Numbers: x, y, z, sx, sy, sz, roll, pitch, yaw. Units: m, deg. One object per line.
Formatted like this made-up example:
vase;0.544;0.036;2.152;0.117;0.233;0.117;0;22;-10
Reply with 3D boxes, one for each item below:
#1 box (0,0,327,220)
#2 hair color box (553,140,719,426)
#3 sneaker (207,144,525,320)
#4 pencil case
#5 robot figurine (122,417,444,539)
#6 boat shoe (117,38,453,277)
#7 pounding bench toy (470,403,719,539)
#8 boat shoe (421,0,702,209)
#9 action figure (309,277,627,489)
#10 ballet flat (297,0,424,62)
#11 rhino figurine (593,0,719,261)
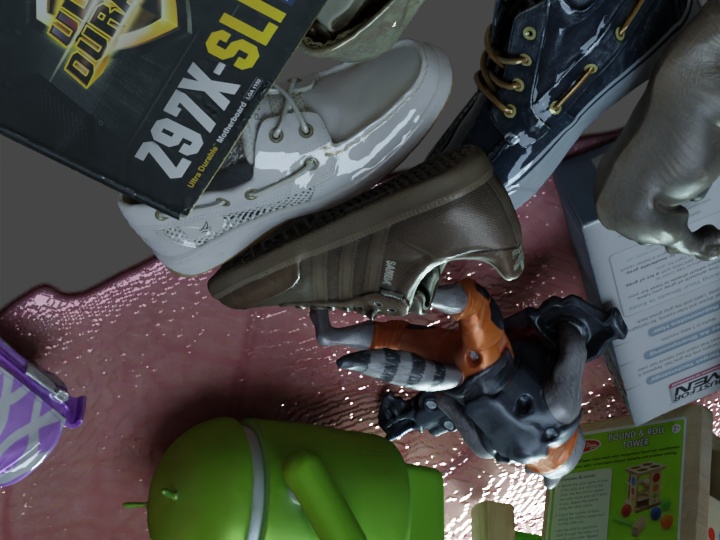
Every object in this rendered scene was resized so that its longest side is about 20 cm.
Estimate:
box;-0.107;-0.139;0.866;0.159;0.049;0.200;25;121;-20
hair color box;0.192;0.002;1.129;0.098;0.061;0.201;-22;135;0
sneaker;0.000;0.000;0.982;0.199;0.070;0.076;-21;104;38
pencil case;-0.239;0.045;0.991;0.085;0.084;0.200;-16;140;24
robot figurine;-0.046;0.155;1.143;0.199;0.117;0.175;10;160;-23
boat shoe;-0.044;-0.069;0.967;0.199;0.071;0.069;-33;135;14
pounding bench toy;0.195;0.193;1.262;0.199;0.125;0.156;-15;146;39
boat shoe;0.088;-0.110;0.983;0.200;0.071;0.091;-43;132;11
action figure;0.056;0.076;1.101;0.193;0.105;0.200;35;132;-22
ballet flat;0.029;-0.179;0.885;0.062;0.067;0.200;-18;147;-53
rhino figurine;0.189;-0.094;0.963;0.087;0.060;0.201;2;127;-29
